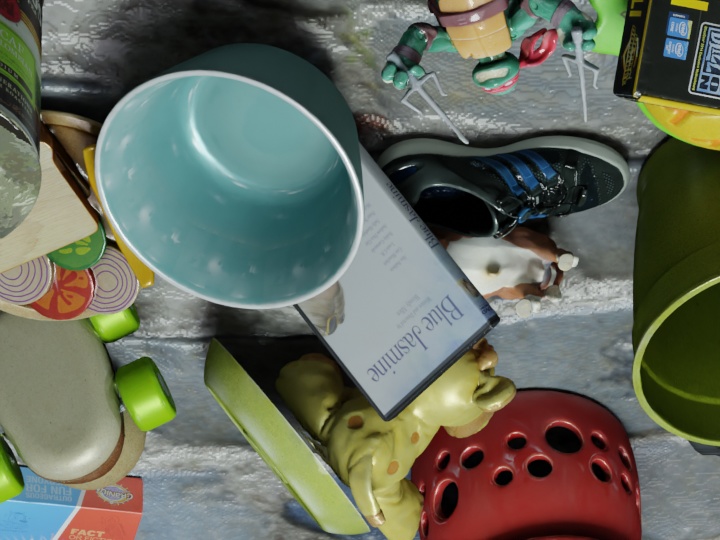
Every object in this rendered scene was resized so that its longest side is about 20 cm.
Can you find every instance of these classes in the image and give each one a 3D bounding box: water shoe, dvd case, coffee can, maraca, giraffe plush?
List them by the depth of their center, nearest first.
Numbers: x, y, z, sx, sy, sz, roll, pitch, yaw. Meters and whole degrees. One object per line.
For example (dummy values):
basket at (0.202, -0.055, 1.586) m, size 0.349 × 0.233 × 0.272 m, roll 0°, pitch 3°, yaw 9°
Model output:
coffee can at (-0.283, -0.130, 1.484) m, size 0.146 × 0.201 × 0.147 m, roll -4°, pitch 136°, yaw -4°
maraca at (0.246, -0.159, 1.590) m, size 0.200 × 0.107 × 0.137 m, roll 35°, pitch 114°, yaw -30°
dvd case at (0.000, 0.000, 1.680) m, size 0.200 × 0.018 × 0.143 m, roll 51°, pitch 129°, yaw 7°
water shoe at (0.109, -0.053, 1.700) m, size 0.199 × 0.079 × 0.072 m, roll -1°, pitch 136°, yaw -6°
giraffe plush at (0.039, 0.106, 1.802) m, size 0.162 × 0.173 × 0.200 m, roll -37°, pitch 169°, yaw -1°

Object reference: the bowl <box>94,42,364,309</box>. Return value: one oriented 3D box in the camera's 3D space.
bowl at (-0.080, -0.083, 1.603) m, size 0.200 × 0.105 × 0.201 m, roll 10°, pitch 129°, yaw 12°

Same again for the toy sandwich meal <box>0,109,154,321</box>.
toy sandwich meal at (-0.236, -0.035, 1.659) m, size 0.204 × 0.070 × 0.206 m, roll 0°, pitch 123°, yaw 0°

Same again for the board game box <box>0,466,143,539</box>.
board game box at (-0.287, 0.255, 1.990) m, size 0.152 × 0.040 × 0.200 m, roll 7°, pitch 134°, yaw -14°

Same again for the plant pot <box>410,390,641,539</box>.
plant pot at (0.147, 0.233, 1.926) m, size 0.199 × 0.183 × 0.201 m, roll -2°, pitch 135°, yaw -2°

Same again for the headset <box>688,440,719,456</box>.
headset at (0.299, 0.100, 1.866) m, size 0.094 × 0.124 × 0.200 m, roll -4°, pitch 161°, yaw 32°

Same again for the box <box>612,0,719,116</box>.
box at (0.266, -0.201, 1.512) m, size 0.159 × 0.049 × 0.201 m, roll 9°, pitch 94°, yaw -14°

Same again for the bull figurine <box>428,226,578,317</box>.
bull figurine at (0.070, -0.005, 1.733) m, size 0.199 × 0.121 × 0.065 m, roll -2°, pitch 105°, yaw -16°

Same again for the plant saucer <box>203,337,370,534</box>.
plant saucer at (-0.066, 0.141, 1.794) m, size 0.031 × 0.200 × 0.200 m, roll -39°, pitch 133°, yaw -6°

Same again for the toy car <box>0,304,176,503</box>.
toy car at (-0.229, 0.114, 1.813) m, size 0.164 × 0.158 × 0.200 m, roll -25°, pitch 159°, yaw 1°

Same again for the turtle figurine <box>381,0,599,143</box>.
turtle figurine at (0.078, -0.178, 1.556) m, size 0.149 × 0.101 × 0.200 m, roll -24°, pitch 121°, yaw 5°

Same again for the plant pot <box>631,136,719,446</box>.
plant pot at (0.287, -0.004, 1.690) m, size 0.199 × 0.193 × 0.201 m, roll -4°, pitch 136°, yaw -4°
